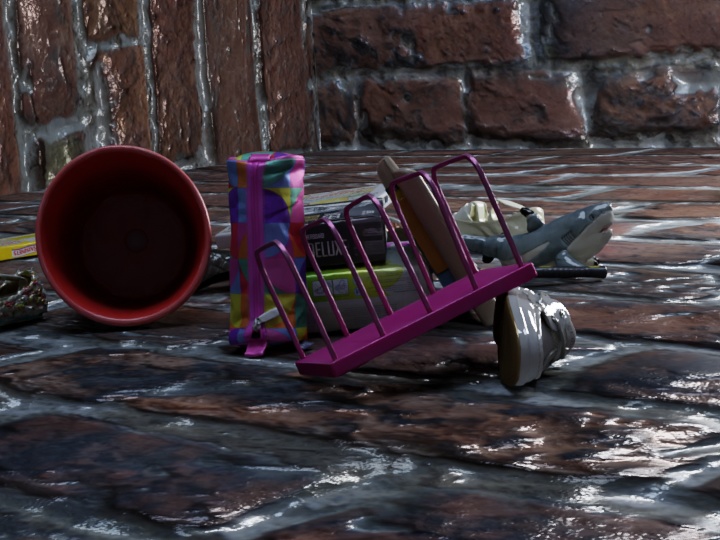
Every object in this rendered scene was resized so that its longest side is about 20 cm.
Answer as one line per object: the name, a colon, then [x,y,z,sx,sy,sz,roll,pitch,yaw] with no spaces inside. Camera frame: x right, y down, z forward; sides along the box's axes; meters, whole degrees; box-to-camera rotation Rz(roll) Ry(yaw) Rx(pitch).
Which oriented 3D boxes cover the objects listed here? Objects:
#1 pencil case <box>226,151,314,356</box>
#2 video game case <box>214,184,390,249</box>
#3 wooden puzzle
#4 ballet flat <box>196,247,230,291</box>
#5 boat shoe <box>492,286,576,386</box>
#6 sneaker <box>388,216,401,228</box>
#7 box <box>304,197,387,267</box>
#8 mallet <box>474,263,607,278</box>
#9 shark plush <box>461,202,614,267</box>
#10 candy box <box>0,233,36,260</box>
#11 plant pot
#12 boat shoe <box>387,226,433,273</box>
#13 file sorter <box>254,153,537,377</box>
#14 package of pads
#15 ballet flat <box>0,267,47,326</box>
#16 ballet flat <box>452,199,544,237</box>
pencil case: [-0.092,-0.017,1.544,0.087,0.202,0.088,-2,-1,0]
video game case: [-0.068,-0.074,2.067,0.198,0.023,0.182,-7,15,23]
wooden puzzle: [0.074,-0.031,1.648,0.037,0.186,0.200,-32,9,-2]
ballet flat: [-0.133,0.002,1.973,0.198,0.057,0.067,-1,-21,-16]
boat shoe: [0.155,0.051,1.359,0.069,0.072,0.200,6,15,1]
sneaker: [-0.035,-0.042,2.093,0.198,0.072,0.080,-7,13,-13]
box: [-0.050,-0.039,1.692,0.156,0.050,0.200,-6,8,3]
mallet: [0.191,0.003,1.811,0.198,0.042,0.066,0,4,-1]
shark plush: [0.215,-0.040,1.921,0.198,0.084,0.091,1,10,31]
candy box: [-0.527,-0.040,2.472,0.199,0.027,0.102,-12,14,-42]
plant pot: [-0.266,-0.035,1.797,0.198,0.203,0.177,-4,-2,-4]
boat shoe: [0.000,0.000,1.853,0.198,0.073,0.068,-10,-27,14]
file sorter: [0.023,-0.006,1.367,0.199,0.126,0.139,-26,4,-14]
package of pads: [-0.001,0.018,1.683,0.153,0.069,0.200,-5,9,-2]
ballet flat: [-0.430,0.038,1.758,0.075,0.065,0.200,1,10,26]
ballet flat: [0.182,-0.069,2.202,0.069,0.070,0.199,-11,11,-43]
